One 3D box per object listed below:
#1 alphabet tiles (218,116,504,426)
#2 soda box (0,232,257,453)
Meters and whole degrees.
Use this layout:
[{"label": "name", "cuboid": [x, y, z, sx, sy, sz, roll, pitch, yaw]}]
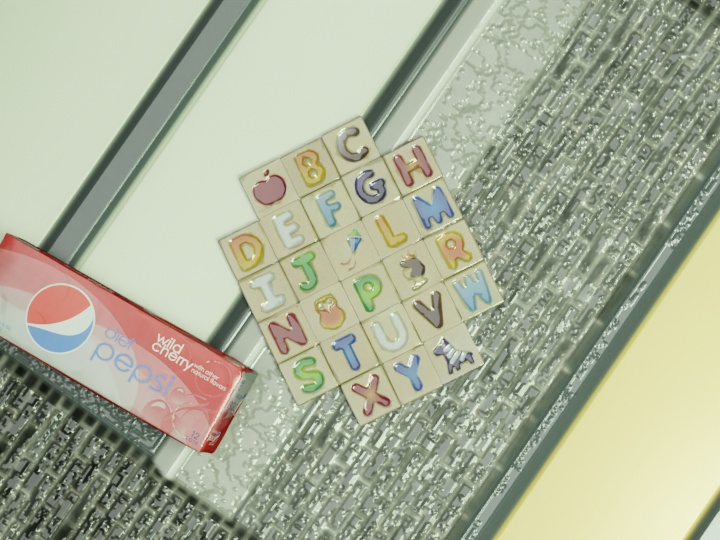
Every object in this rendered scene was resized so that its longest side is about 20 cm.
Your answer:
[{"label": "alphabet tiles", "cuboid": [0.000, 0.000, 1.716, 0.166, 0.006, 0.200, -27, 83, 3]}, {"label": "soda box", "cuboid": [-0.177, 0.053, 1.699, 0.200, 0.063, 0.070, 29, 88, 8]}]
